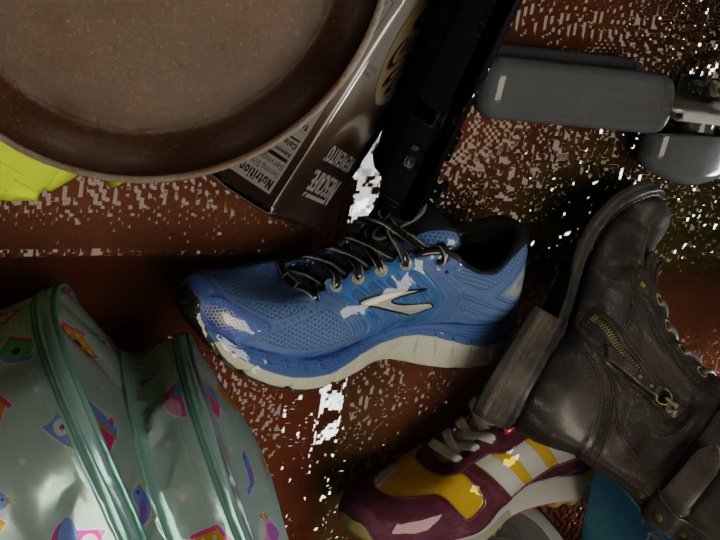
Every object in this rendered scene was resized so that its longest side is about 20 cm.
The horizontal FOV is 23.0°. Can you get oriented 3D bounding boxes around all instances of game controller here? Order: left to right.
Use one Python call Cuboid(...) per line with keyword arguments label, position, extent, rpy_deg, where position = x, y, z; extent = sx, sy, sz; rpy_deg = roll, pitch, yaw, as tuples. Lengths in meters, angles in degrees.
Cuboid(label="game controller", position=(0.056, -0.108, 0.770), extent=(0.104, 0.042, 0.200), rpy_deg=(-52, 172, -38))

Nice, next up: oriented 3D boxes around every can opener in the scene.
Cuboid(label="can opener", position=(0.136, -0.082, 0.927), extent=(0.200, 0.053, 0.067), rpy_deg=(7, 108, -32))

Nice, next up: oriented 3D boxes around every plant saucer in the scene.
Cuboid(label="plant saucer", position=(-0.087, -0.135, 0.700), extent=(0.200, 0.034, 0.200), rpy_deg=(0, 95, -5))

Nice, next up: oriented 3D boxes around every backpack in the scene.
Cuboid(label="backpack", position=(-0.117, 0.105, 0.783), extent=(0.153, 0.176, 0.200), rpy_deg=(-30, 112, 2))

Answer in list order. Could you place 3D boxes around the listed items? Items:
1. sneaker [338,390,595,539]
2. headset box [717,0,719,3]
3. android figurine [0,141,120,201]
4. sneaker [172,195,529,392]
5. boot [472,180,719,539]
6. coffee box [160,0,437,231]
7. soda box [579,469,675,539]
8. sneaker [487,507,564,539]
Cuboid(label="sneaker", position=(0.073, 0.088, 0.956), extent=(0.200, 0.075, 0.090), rpy_deg=(-15, 120, -34))
Cuboid(label="headset box", position=(0.289, -0.135, 0.910), extent=(0.174, 0.200, 0.093), rpy_deg=(11, 121, -32))
Cuboid(label="android figurine", position=(-0.165, -0.106, 0.752), extent=(0.200, 0.041, 0.182), rpy_deg=(35, 91, -34))
Cuboid(label="sneaker", position=(0.000, 0.000, 0.863), extent=(0.200, 0.079, 0.089), rpy_deg=(-6, 128, -36))
Cuboid(label="boot", position=(0.167, 0.060, 0.911), extent=(0.200, 0.174, 0.069), rpy_deg=(-52, 169, -35))
Cuboid(label="coffee box", position=(-0.007, -0.123, 0.779), extent=(0.080, 0.113, 0.200), rpy_deg=(33, 94, 8))
Cuboid(label="soda box", position=(0.166, 0.163, 0.991), extent=(0.064, 0.068, 0.200), rpy_deg=(-27, 149, -18))
Cuboid(label="sneaker", position=(0.095, 0.217, 0.943), extent=(0.115, 0.200, 0.075), rpy_deg=(-24, 145, -34))
